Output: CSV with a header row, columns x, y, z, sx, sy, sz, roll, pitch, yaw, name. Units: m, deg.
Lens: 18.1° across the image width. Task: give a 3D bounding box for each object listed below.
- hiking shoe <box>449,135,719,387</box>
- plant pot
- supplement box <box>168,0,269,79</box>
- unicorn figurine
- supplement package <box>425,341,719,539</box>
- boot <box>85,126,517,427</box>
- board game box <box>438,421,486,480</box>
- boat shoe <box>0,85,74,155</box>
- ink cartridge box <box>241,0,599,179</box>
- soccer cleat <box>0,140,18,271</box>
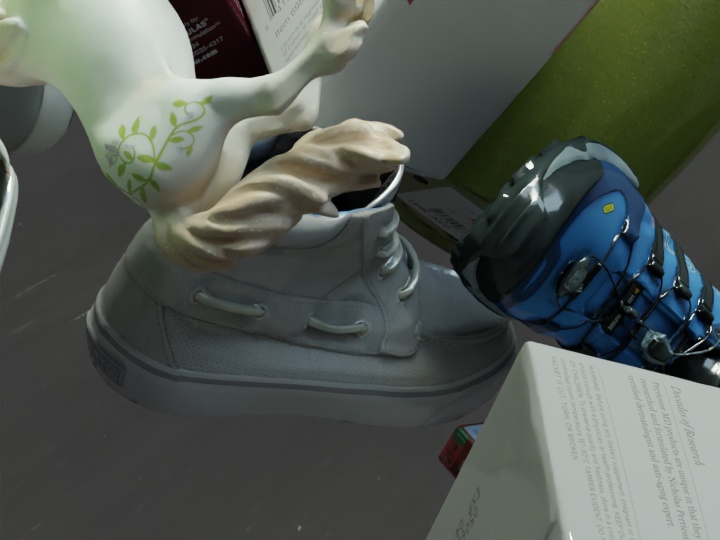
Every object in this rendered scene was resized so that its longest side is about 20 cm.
x,y,z,sx,sy,sz,roll,pitch,yaw,name
0.103,0.009,0.851,0.087,0.075,0.200,42,8,26,hiking shoe
0.090,-0.101,0.952,0.186,0.201,0.187,26,-14,7,plant pot
-0.094,-0.133,0.869,0.201,0.061,0.109,60,6,-39,supplement box
-0.074,-0.079,0.732,0.074,0.137,0.200,36,18,-47,unicorn figurine
0.125,0.123,0.684,0.199,0.122,0.120,13,35,-15,supplement package
0.000,0.000,0.819,0.199,0.096,0.074,-2,41,-45,boot
0.124,0.124,0.818,0.103,0.020,0.200,-5,44,-46,board game box
-0.150,-0.118,0.893,0.063,0.071,0.200,5,39,-43,boat shoe
0.016,-0.158,0.873,0.084,0.146,0.201,18,35,-37,ink cartridge box
-0.142,-0.028,0.739,0.068,0.085,0.201,19,30,-20,soccer cleat
